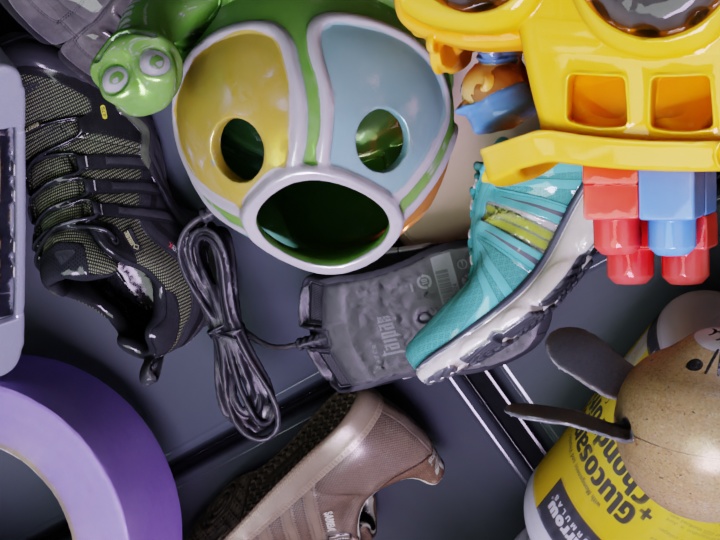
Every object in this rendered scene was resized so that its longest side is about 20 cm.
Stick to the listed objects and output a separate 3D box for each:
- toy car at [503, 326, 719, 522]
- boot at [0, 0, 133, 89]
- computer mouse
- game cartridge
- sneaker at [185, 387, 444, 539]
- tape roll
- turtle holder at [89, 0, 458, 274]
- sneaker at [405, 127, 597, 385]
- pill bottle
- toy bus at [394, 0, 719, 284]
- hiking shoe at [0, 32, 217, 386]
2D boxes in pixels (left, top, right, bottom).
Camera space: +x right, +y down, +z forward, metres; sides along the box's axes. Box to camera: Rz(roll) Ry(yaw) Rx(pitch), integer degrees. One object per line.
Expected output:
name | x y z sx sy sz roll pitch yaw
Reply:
toy car | 0.172 0.054 1.073 0.198 0.164 0.159 8 110 17
boot | -0.147 -0.181 1.206 0.131 0.070 0.200 -23 118 29
computer mouse | 0.000 0.000 1.275 0.199 0.046 0.141 -18 100 17
game cartridge | -0.223 -0.057 1.290 0.133 0.041 0.201 45 141 41
sneaker | -0.033 0.146 1.355 0.075 0.071 0.200 37 128 -14
tape roll | -0.209 0.154 1.354 0.198 0.085 0.202 2 98 17
turtle holder | -0.031 -0.082 1.163 0.140 0.132 0.186 -20 137 18
sneaker | 0.087 -0.028 1.198 0.080 0.077 0.200 39 95 9
pill bottle | 0.156 0.115 1.241 0.112 0.112 0.201 34 123 0
toy bus | 0.110 -0.090 1.108 0.198 0.136 0.194 4 99 20
hiking shoe | -0.147 -0.038 1.280 0.075 0.101 0.201 -29 104 29
